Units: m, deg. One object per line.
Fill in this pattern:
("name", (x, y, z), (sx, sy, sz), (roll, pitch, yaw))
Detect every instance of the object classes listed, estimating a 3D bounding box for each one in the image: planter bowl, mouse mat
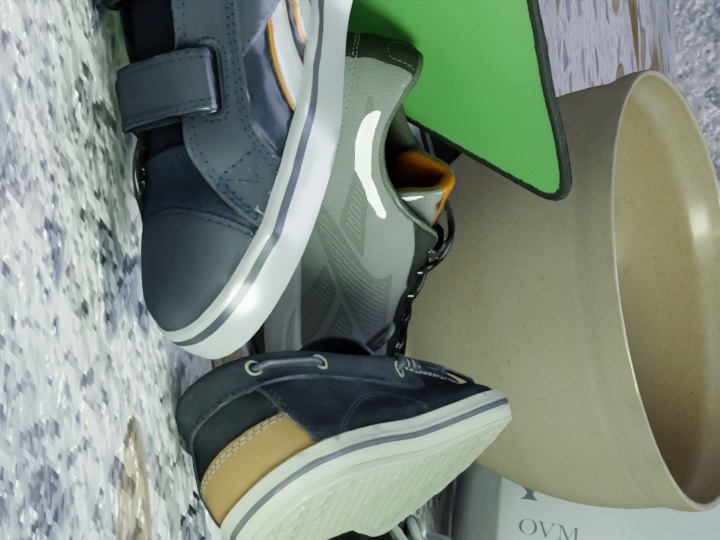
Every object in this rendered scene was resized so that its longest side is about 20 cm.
("planter bowl", (0.088, 0.016, 1.156), (0.200, 0.134, 0.202), (-8, 90, -66))
("mouse mat", (0.003, -0.123, 0.856), (0.008, 0.160, 0.201), (-39, 140, -24))

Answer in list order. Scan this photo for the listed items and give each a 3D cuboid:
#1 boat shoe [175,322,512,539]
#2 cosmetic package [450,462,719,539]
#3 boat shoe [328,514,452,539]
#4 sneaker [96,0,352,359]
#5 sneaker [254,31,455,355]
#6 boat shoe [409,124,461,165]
("boat shoe", (-0.003, 0.054, 0.868), (0.062, 0.075, 0.200), (51, 19, 15))
("cosmetic package", (0.151, 0.139, 1.258), (0.123, 0.198, 0.201), (109, -8, -45))
("boat shoe", (0.010, 0.122, 0.945), (0.200, 0.073, 0.067), (-40, 128, -75))
("sneaker", (-0.046, -0.078, 0.741), (0.079, 0.078, 0.202), (22, 71, -29))
("sneaker", (0.000, 0.000, 0.924), (0.074, 0.079, 0.201), (-81, 164, -52))
("boat shoe", (0.057, -0.070, 1.238), (0.200, 0.067, 0.074), (68, 22, -57))
